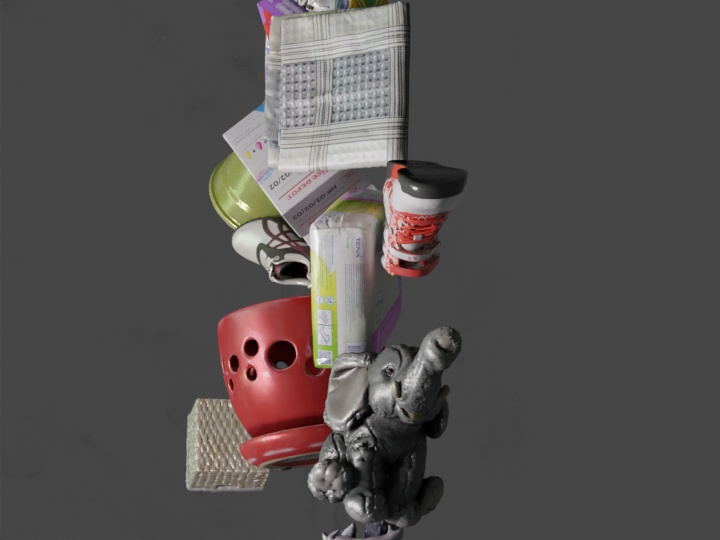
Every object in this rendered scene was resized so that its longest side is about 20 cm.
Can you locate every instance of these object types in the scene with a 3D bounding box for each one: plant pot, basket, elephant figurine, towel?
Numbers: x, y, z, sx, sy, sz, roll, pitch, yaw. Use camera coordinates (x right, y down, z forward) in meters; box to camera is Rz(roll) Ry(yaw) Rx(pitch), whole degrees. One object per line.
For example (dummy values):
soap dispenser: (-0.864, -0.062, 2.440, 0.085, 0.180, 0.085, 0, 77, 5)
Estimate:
plant pot: (-0.063, 0.136, 1.376, 0.200, 0.200, 0.183, 119, 143, -69)
basket: (-0.319, 0.424, 2.789, 0.161, 0.198, 0.200, 117, 153, -64)
elephant figurine: (0.034, 0.128, 1.087, 0.141, 0.155, 0.200, 0, -75, -58)
plant pot: (-0.117, -0.172, 1.799, 0.184, 0.200, 0.201, 119, 153, -45)
towel: (-0.032, -0.210, 1.331, 0.035, 0.200, 0.193, 1, -90, -56)

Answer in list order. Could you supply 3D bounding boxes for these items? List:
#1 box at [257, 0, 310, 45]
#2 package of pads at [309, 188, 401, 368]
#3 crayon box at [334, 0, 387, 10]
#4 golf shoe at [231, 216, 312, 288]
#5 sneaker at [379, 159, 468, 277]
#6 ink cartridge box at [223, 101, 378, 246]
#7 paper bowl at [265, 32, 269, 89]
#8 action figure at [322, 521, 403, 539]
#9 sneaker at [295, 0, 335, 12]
box: (-0.058, -0.248, 1.484, 0.137, 0.039, 0.200, 43, 161, 35)
package of pads: (0.000, 0.000, 1.210, 0.200, 0.068, 0.155, -54, -36, -71)
crayon box: (0.000, -0.314, 1.467, 0.126, 0.052, 0.200, 128, 142, -74)
golf shoe: (-0.122, -0.025, 1.726, 0.088, 0.200, 0.077, -39, -46, -49)
sneaker: (0.058, -0.043, 1.070, 0.201, 0.067, 0.108, -124, 35, -79)
ink cartridge box: (-0.068, -0.125, 1.419, 0.200, 0.115, 0.068, 52, -179, 31)
paper bowl: (-0.096, -0.369, 1.868, 0.201, 0.104, 0.201, -179, 90, -81)
action figure: (0.002, 0.314, 1.250, 0.193, 0.105, 0.200, -165, 74, -70)
sneaker: (-0.054, -0.355, 1.595, 0.076, 0.115, 0.201, 109, 160, -59)
